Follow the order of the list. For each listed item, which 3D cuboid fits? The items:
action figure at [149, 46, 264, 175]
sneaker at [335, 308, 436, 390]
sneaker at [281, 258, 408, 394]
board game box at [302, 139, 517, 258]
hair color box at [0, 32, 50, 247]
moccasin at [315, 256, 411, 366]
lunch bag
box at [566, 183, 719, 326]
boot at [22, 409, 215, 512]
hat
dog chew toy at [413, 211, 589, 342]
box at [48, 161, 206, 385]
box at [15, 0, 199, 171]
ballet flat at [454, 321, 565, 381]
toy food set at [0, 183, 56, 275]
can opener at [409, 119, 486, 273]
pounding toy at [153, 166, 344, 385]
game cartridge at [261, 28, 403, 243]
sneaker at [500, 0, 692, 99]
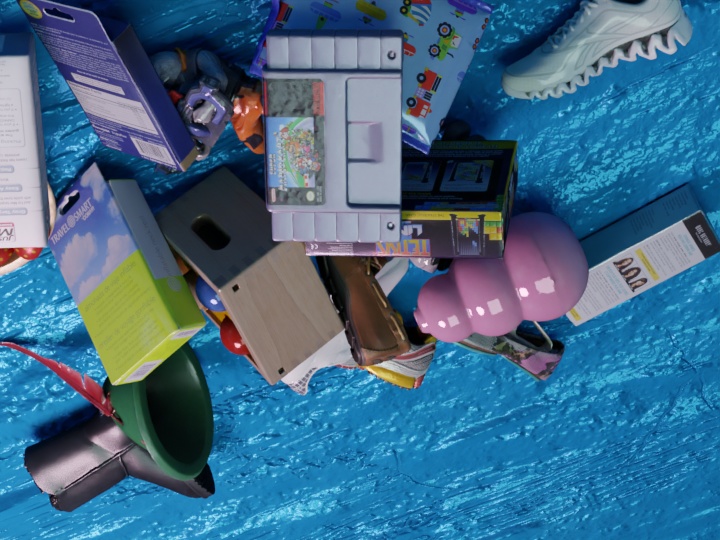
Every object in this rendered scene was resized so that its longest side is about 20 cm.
[{"bbox_3d":[-0.137,-0.161,1.422,0.192,0.105,0.200,22,154,-22],"label":"action figure"},{"bbox_3d":[0.004,0.071,1.683,0.199,0.078,0.082,19,109,-31],"label":"sneaker"},{"bbox_3d":[-0.019,0.051,1.603,0.200,0.076,0.081,-38,109,-10],"label":"sneaker"},{"bbox_3d":[0.053,-0.074,1.434,0.198,0.166,0.057,2,119,12],"label":"board game box"},{"bbox_3d":[-0.353,-0.121,1.350,0.098,0.061,0.201,-2,120,-7],"label":"hair color box"},{"bbox_3d":[0.000,-0.001,1.528,0.077,0.203,0.074,-19,165,-12],"label":"moccasin"},{"bbox_3d":[-0.001,-0.221,1.336,0.199,0.094,0.151,24,94,-19],"label":"lunch bag"},{"bbox_3d":[0.318,-0.017,1.677,0.199,0.049,0.082,-29,134,15],"label":"box"},{"bbox_3d":[-0.299,0.248,1.767,0.168,0.077,0.200,-32,126,13],"label":"boot"},{"bbox_3d":[-0.289,0.159,1.663,0.175,0.202,0.165,-14,176,22],"label":"hat"},{"bbox_3d":[0.154,0.017,1.605,0.199,0.125,0.125,-25,135,-3],"label":"dog chew toy"},{"bbox_3d":[-0.250,0.002,1.475,0.122,0.201,0.048,-38,162,34],"label":"box"},{"bbox_3d":[-0.237,-0.184,1.340,0.032,0.121,0.201,-53,142,-24],"label":"box"},{"bbox_3d":[0.175,0.076,1.731,0.199,0.069,0.071,25,106,-37],"label":"ballet flat"},{"bbox_3d":[-0.413,-0.060,1.455,0.198,0.049,0.199,-5,132,-6],"label":"toy food set"},{"bbox_3d":[0.095,-0.080,1.571,0.066,0.053,0.201,-28,149,-37],"label":"can opener"},{"bbox_3d":[-0.142,0.015,1.516,0.142,0.200,0.185,-37,135,-13],"label":"pounding toy"},{"bbox_3d":[-0.025,-0.121,1.310,0.129,0.038,0.201,-1,114,-1],"label":"game cartridge"},{"bbox_3d":[0.230,-0.236,1.435,0.199,0.075,0.081,-23,121,6],"label":"sneaker"}]
